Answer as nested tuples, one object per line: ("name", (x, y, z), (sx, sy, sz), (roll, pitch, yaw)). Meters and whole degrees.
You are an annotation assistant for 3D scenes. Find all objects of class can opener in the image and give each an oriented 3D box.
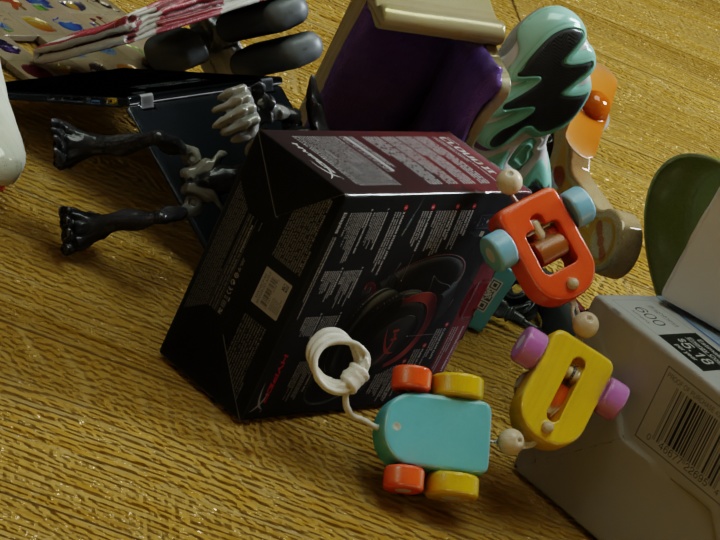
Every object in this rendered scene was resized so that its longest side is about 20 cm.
("can opener", (-0.085, -0.150, 1.902), (0.066, 0.053, 0.200), (-27, 10, -23))

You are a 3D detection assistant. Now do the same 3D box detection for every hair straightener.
("hair straightener", (0.119, 0.018, 1.849), (0.077, 0.041, 0.200), (18, 21, -20))

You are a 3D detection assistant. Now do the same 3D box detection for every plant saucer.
("plant saucer", (0.254, 0.013, 1.811), (0.031, 0.200, 0.200), (-22, 43, -22))

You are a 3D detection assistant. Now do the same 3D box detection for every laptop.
("laptop", (-0.121, -0.064, 1.805), (0.200, 0.116, 0.187), (5, 9, 28))

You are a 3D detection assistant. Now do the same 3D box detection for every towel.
("towel", (-0.105, -0.180, 1.867), (0.200, 0.023, 0.144), (-21, 8, -30))

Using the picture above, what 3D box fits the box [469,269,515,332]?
("box", (0.047, -0.037, 1.874), (0.082, 0.049, 0.200), (28, 19, -17))

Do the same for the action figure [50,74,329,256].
("action figure", (-0.076, -0.050, 1.621), (0.200, 0.119, 0.102), (-5, 7, -4))

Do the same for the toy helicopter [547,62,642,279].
("toy helicopter", (0.150, -0.064, 1.950), (0.079, 0.132, 0.200), (18, 21, -30))

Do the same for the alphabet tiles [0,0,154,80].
("alphabet tiles", (-0.216, -0.170, 1.965), (0.167, 0.008, 0.200), (36, 22, 27))

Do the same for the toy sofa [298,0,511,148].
("toy sofa", (0.012, -0.088, 1.701), (0.083, 0.200, 0.098), (7, 45, -23))

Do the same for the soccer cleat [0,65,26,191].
("soccer cleat", (-0.246, -0.118, 1.698), (0.069, 0.078, 0.200), (13, 24, -30))

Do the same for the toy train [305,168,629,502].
("toy train", (0.064, 0.044, 1.567), (0.200, 0.056, 0.150), (-33, 88, -22))

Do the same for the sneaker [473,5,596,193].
("sneaker", (0.072, -0.124, 1.748), (0.078, 0.200, 0.140), (-15, 56, -26))

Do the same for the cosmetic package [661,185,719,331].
("cosmetic package", (0.287, 0.017, 1.607), (0.200, 0.102, 0.071), (32, 20, 13))

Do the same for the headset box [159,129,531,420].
("headset box", (0.000, 0.000, 1.600), (0.075, 0.149, 0.200), (38, 24, 31))

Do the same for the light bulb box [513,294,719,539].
("light bulb box", (0.236, 0.115, 1.632), (0.200, 0.125, 0.198), (0, 32, -48))
